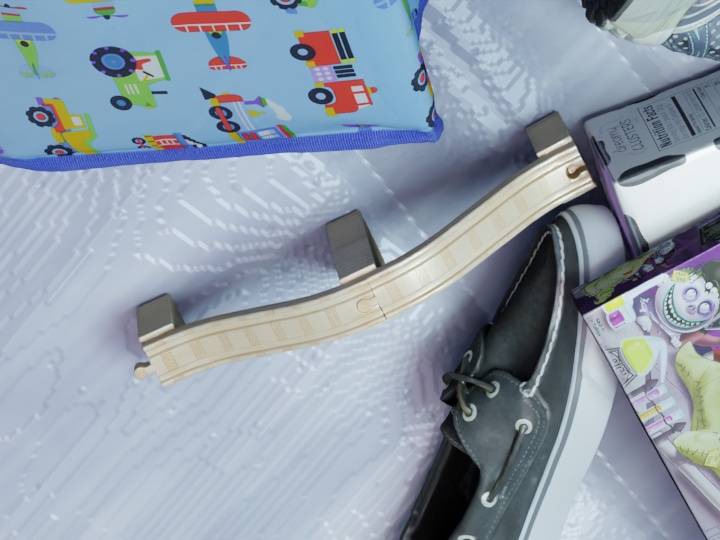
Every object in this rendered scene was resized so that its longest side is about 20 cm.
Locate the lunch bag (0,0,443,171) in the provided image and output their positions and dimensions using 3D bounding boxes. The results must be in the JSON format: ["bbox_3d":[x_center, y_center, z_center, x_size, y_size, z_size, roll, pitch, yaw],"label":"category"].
[{"bbox_3d":[-0.084,-0.109,1.075,0.200,0.094,0.151,-11,137,8],"label":"lunch bag"}]

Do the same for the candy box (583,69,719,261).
[{"bbox_3d":[0.212,-0.013,1.169,0.200,0.072,0.168,-22,114,3],"label":"candy box"}]

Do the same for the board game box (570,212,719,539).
[{"bbox_3d":[0.180,0.062,1.144,0.120,0.032,0.200,-30,115,2],"label":"board game box"}]

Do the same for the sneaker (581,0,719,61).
[{"bbox_3d":[0.167,-0.168,1.110,0.086,0.078,0.200,21,116,-26],"label":"sneaker"}]

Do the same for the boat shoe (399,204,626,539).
[{"bbox_3d":[0.059,0.064,1.180,0.057,0.069,0.200,5,118,-19],"label":"boat shoe"}]

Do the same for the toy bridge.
[{"bbox_3d":[0.000,0.000,1.154,0.200,0.067,0.027,-25,113,4],"label":"toy bridge"}]
